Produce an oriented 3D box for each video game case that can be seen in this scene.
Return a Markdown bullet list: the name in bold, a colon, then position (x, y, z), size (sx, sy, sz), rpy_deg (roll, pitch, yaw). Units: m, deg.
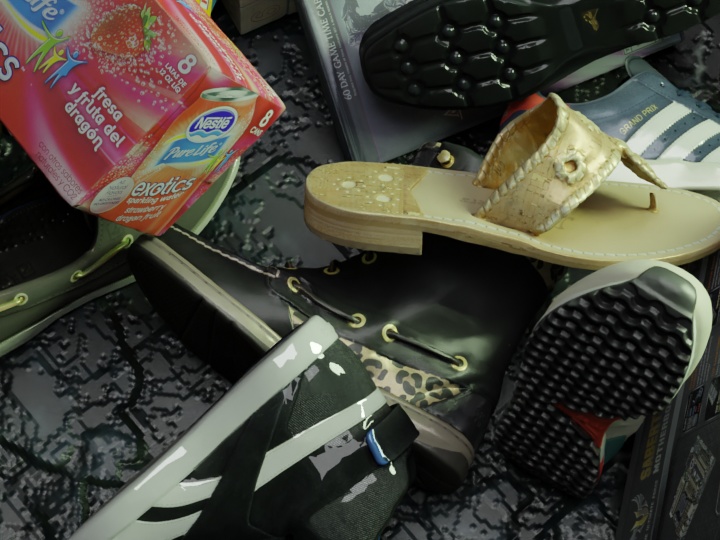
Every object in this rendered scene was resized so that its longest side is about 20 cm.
- **video game case**: position (0.064, -0.153, 1.193), size (0.199, 0.019, 0.144), rpy_deg (-23, 108, -14)

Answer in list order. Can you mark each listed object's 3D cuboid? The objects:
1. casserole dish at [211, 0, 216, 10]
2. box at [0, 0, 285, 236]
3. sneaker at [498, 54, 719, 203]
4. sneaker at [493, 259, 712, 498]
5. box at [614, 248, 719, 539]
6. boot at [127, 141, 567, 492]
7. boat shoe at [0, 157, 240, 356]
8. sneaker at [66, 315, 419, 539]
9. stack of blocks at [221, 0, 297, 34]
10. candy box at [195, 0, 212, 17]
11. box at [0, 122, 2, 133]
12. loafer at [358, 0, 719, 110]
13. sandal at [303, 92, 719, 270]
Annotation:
- **casserole dish**: position (-0.124, -0.180, 1.185), size (0.120, 0.039, 0.201), rpy_deg (25, 90, 21)
- **box**: position (-0.141, -0.123, 1.081), size (0.095, 0.100, 0.200), rpy_deg (-44, 71, 9)
- **sneaker**: position (0.168, -0.067, 1.173), size (0.198, 0.075, 0.085), rpy_deg (5, 68, -1)
- **sneaker**: position (0.121, 0.029, 1.063), size (0.070, 0.200, 0.094), rpy_deg (31, 61, 6)
- **box**: position (0.188, 0.059, 1.065), size (0.048, 0.158, 0.201), rpy_deg (24, 61, -16)
- **boot**: position (0.000, 0.000, 1.135), size (0.199, 0.073, 0.151), rpy_deg (31, 68, 9)
- **boat shoe**: position (-0.143, -0.025, 1.145), size (0.201, 0.060, 0.072), rpy_deg (-36, 72, -17)
- **sneaker**: position (-0.057, 0.127, 1.056), size (0.200, 0.073, 0.112), rpy_deg (-43, 90, 9)
- **stack of blocks**: position (0.010, -0.203, 1.235), size (0.199, 0.059, 0.116), rpy_deg (-24, 69, -13)
- **candy box**: position (-0.170, -0.128, 1.160), size (0.198, 0.026, 0.103), rpy_deg (4, 86, 20)
- **box**: position (-0.256, 0.002, 1.092), size (0.159, 0.049, 0.202), rpy_deg (-12, 60, 32)
- **loafer**: position (0.095, -0.134, 1.164), size (0.199, 0.069, 0.071), rpy_deg (-17, 26, 4)
- **sandal**: position (0.079, -0.049, 1.078), size (0.210, 0.070, 0.078), rpy_deg (2, 31, -5)
